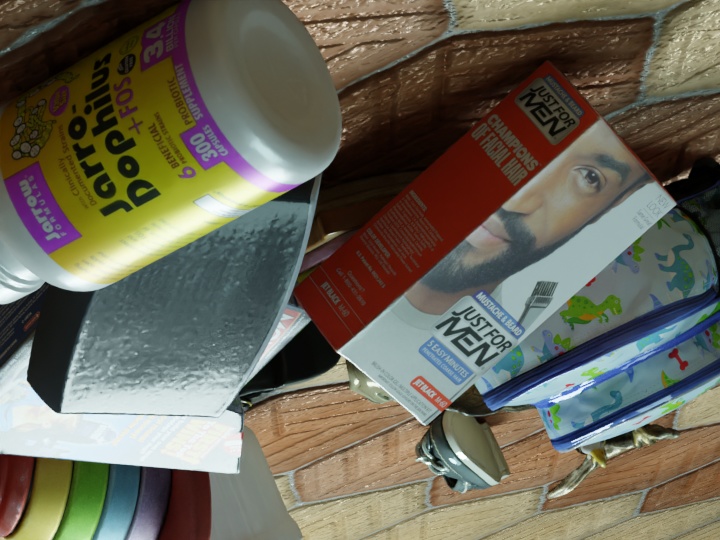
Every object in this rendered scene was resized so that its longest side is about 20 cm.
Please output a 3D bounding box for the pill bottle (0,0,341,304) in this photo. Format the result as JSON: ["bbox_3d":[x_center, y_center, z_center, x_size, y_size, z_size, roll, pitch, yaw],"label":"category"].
[{"bbox_3d":[-0.115,-0.055,1.349,0.200,0.104,0.104,-27,162,28],"label":"pill bottle"}]

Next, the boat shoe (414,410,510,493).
[{"bbox_3d":[0.081,0.161,2.367,0.062,0.073,0.200,-25,169,8],"label":"boat shoe"}]

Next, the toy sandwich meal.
[{"bbox_3d":[0.000,0.000,1.728,0.205,0.070,0.205,-17,164,-5],"label":"toy sandwich meal"}]

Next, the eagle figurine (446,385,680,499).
[{"bbox_3d":[0.162,0.092,2.184,0.200,0.151,0.152,39,82,-38],"label":"eagle figurine"}]

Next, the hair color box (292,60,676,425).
[{"bbox_3d":[0.073,-0.014,1.604,0.200,0.064,0.111,-43,139,5],"label":"hair color box"}]

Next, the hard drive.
[{"bbox_3d":[-0.102,0.010,1.546,0.135,0.042,0.200,3,136,-24],"label":"hard drive"}]

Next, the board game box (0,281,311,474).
[{"bbox_3d":[-0.128,0.050,1.670,0.200,0.062,0.200,18,131,-36],"label":"board game box"}]

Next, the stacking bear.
[{"bbox_3d":[-0.215,0.146,1.884,0.200,0.114,0.121,12,153,-24],"label":"stacking bear"}]

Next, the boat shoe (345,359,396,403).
[{"bbox_3d":[0.025,0.052,1.907,0.068,0.075,0.200,-14,177,3],"label":"boat shoe"}]

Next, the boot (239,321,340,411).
[{"bbox_3d":[-0.120,0.074,1.864,0.200,0.069,0.174,-2,166,-27],"label":"boot"}]

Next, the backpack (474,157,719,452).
[{"bbox_3d":[0.162,0.031,1.822,0.183,0.147,0.200,-28,173,31],"label":"backpack"}]

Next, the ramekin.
[{"bbox_3d":[-0.152,0.185,2.066,0.200,0.098,0.200,-17,180,0],"label":"ramekin"}]
